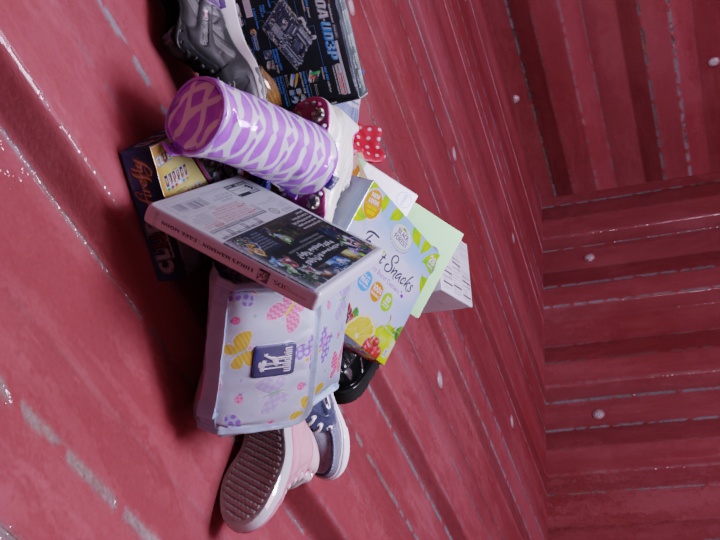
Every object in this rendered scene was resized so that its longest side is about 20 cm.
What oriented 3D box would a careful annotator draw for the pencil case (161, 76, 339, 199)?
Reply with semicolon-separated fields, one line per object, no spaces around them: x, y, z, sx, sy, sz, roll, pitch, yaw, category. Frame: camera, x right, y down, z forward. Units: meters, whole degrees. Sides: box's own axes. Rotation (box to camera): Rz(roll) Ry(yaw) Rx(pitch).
-0.108;-0.133;1.056;0.200;0.086;0.084;19;29;-53;pencil case

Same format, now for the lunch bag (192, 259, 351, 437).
-0.092;0.067;1.061;0.200;0.127;0.170;-23;125;-62;lunch bag

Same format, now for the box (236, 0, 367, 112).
-0.092;-0.288;1.228;0.046;0.159;0.200;-58;136;-66;box

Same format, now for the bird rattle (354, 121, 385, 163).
-0.023;-0.175;1.504;0.163;0.113;0.200;44;36;-36;bird rattle

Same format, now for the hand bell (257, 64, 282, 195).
-0.094;-0.164;1.208;0.200;0.104;0.104;73;18;-53;hand bell

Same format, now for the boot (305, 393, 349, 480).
-0.071;0.169;1.251;0.090;0.073;0.200;-22;102;-63;boot

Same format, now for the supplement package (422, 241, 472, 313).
0.076;0.001;1.628;0.200;0.156;0.111;28;57;-69;supplement package

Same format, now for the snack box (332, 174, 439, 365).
0.000;0.000;1.274;0.169;0.068;0.200;-62;144;-13;snack box

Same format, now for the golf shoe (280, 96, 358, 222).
-0.043;-0.093;1.181;0.092;0.075;0.200;8;93;-54;golf shoe

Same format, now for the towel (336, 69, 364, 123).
-0.058;-0.265;1.463;0.147;0.024;0.200;37;38;-25;towel

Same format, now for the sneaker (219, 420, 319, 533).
-0.091;0.226;1.136;0.200;0.075;0.105;-81;151;-53;sneaker

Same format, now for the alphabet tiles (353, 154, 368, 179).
-0.030;-0.042;1.282;0.166;0.006;0.200;-54;140;-23;alphabet tiles

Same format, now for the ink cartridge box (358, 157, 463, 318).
0.038;-0.042;1.423;0.146;0.200;0.048;-61;-167;-8;ink cartridge box

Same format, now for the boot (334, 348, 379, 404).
-0.018;0.066;1.431;0.211;0.079;0.158;-67;145;-58;boot

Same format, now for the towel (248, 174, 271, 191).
-0.109;-0.004;1.198;0.200;0.024;0.145;71;28;-59;towel

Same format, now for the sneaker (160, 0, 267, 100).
-0.170;-0.233;1.106;0.088;0.076;0.200;-21;94;-33;sneaker

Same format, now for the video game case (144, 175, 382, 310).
-0.087;-0.033;1.012;0.023;0.182;0.200;-66;169;19;video game case

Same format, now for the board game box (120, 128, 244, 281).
-0.175;-0.086;1.083;0.200;0.035;0.136;-53;133;-66;board game box
